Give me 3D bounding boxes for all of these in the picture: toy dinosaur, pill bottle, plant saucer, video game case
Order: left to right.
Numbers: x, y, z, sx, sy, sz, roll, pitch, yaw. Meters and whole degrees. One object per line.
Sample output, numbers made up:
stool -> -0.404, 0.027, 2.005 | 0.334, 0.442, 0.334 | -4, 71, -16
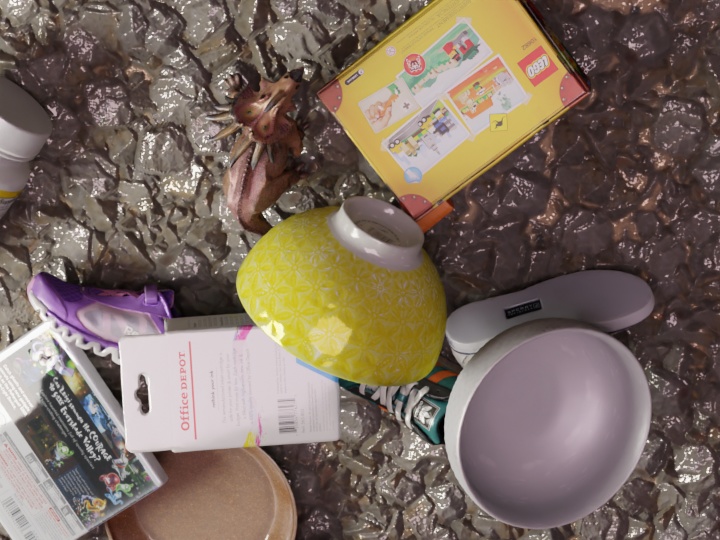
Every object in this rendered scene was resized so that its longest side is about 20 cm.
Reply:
pill bottle -> -0.383, -0.084, 1.582 | 0.114, 0.114, 0.200 | 37, 108, -8
video game case -> -0.317, 0.172, 1.693 | 0.181, 0.023, 0.200 | -32, 93, 20
plant saucer -> -0.161, 0.241, 1.719 | 0.199, 0.037, 0.201 | 1, 110, 4
toy dinosaur -> -0.095, -0.099, 1.538 | 0.085, 0.136, 0.201 | 6, 111, 3

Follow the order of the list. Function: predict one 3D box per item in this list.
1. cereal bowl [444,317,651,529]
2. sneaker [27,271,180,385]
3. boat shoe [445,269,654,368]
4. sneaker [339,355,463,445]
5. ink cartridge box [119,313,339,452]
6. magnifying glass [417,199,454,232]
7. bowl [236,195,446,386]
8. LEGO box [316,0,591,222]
cereal bowl -> 0.163, 0.132, 1.558 | 0.199, 0.083, 0.201 | -8, 111, -21
sneaker -> -0.224, 0.045, 1.638 | 0.200, 0.081, 0.089 | 29, 103, -11
boat shoe -> 0.184, 0.057, 1.613 | 0.199, 0.071, 0.070 | -15, 135, 6
sneaker -> 0.057, 0.119, 1.630 | 0.199, 0.080, 0.072 | 20, 111, -2
ink cartridge box -> -0.122, 0.103, 1.583 | 0.199, 0.068, 0.116 | -3, 100, -6
magnifying glass -> 0.007, -0.008, 1.623 | 0.200, 0.022, 0.080 | -39, 102, 16
bowl -> 0.000, 0.000, 1.504 | 0.199, 0.200, 0.108 | 25, 118, -4
LEGO box -> 0.085, -0.164, 1.521 | 0.200, 0.077, 0.149 | -36, 97, 14
